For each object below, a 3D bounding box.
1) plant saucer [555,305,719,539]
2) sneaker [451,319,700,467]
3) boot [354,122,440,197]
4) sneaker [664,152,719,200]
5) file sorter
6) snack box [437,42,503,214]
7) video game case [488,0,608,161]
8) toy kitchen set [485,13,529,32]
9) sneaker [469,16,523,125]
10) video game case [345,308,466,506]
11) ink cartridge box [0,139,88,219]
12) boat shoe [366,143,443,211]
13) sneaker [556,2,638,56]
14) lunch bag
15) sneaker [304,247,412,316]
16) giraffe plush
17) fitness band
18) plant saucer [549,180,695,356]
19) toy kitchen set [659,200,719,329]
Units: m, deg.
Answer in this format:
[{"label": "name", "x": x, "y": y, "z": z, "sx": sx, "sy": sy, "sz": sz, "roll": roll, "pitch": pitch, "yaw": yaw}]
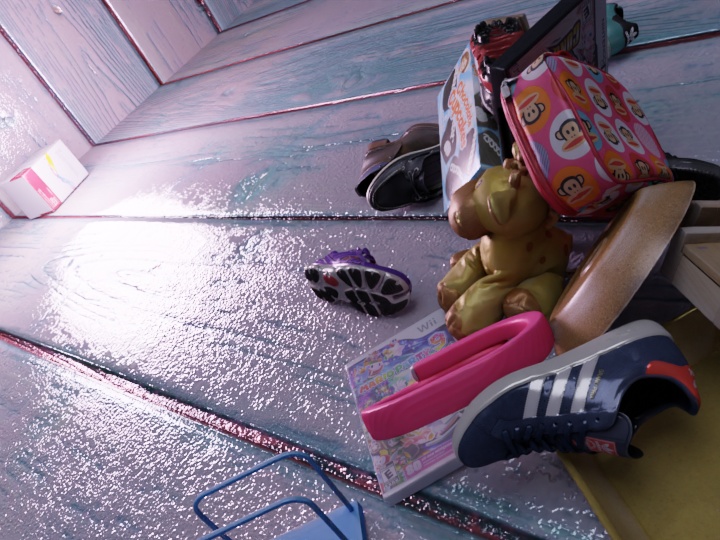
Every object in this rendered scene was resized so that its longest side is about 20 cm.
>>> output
[{"label": "plant saucer", "x": 0.264, "y": 0.137, "z": 0.492, "sx": 0.197, "sy": 0.049, "sz": 0.201, "roll": -30, "pitch": 33, "yaw": 4}, {"label": "sneaker", "x": 0.166, "y": 0.118, "z": 0.492, "sx": 0.197, "sy": 0.075, "sz": 0.085, "roll": -32, "pitch": 40, "yaw": 11}, {"label": "boot", "x": 0.071, "y": -0.174, "z": 1.037, "sx": 0.198, "sy": 0.075, "sz": 0.098, "roll": -8, "pitch": 49, "yaw": 49}, {"label": "sneaker", "x": 0.340, "y": -0.132, "z": 0.753, "sx": 0.197, "sy": 0.060, "sz": 0.105, "roll": 3, "pitch": 51, "yaw": 47}, {"label": "file sorter", "x": -0.071, "y": 0.282, "z": 0.528, "sx": 0.137, "sy": 0.124, "sz": 0.202, "roll": -27, "pitch": 34, "yaw": 10}, {"label": "snack box", "x": 0.147, "y": -0.193, "z": 0.869, "sx": 0.116, "sy": 0.036, "sz": 0.205, "roll": 125, "pitch": 149, "yaw": -60}, {"label": "video game case", "x": 0.228, "y": -0.205, "z": 0.732, "sx": 0.025, "sy": 0.183, "sz": 0.200, "roll": 25, "pitch": 60, "yaw": 40}, {"label": "toy kitchen set", "x": 0.196, "y": -0.240, "z": 0.904, "sx": 0.181, "sy": 0.165, "sz": 0.198, "roll": -47, "pitch": 35, "yaw": -21}, {"label": "sneaker", "x": 0.180, "y": -0.251, "z": 0.799, "sx": 0.069, "sy": 0.099, "sz": 0.203, "roll": -8, "pitch": 39, "yaw": 11}, {"label": "video game case", "x": 0.064, "y": 0.138, "z": 0.688, "sx": 0.141, "sy": 0.018, "sz": 0.201, "roll": -31, "pitch": 33, "yaw": 5}, {"label": "ink cartridge box", "x": -1.018, "y": -0.296, "z": 2.037, "sx": 0.143, "sy": 0.146, "sz": 0.202, "roll": -9, "pitch": 40, "yaw": 32}, {"label": "boat shoe", "x": 0.102, "y": -0.142, "z": 0.957, "sx": 0.195, "sy": 0.076, "sz": 0.066, "roll": -21, "pitch": 22, "yaw": 2}, {"label": "sneaker", "x": 0.394, "y": -0.411, "z": 1.057, "sx": 0.078, "sy": 0.072, "sz": 0.202, "roll": -22, "pitch": 40, "yaw": 8}, {"label": "lunch bag", "x": 0.231, "y": -0.146, "z": 0.644, "sx": 0.081, "sy": 0.197, "sz": 0.180, "roll": -34, "pitch": 68, "yaw": 41}, {"label": "sneaker", "x": 0.000, "y": 0.000, "z": 0.864, "sx": 0.083, "sy": 0.082, "sz": 0.198, "roll": -43, "pitch": 33, "yaw": -25}, {"label": "giraffe plush", "x": 0.159, "y": -0.038, "z": 0.685, "sx": 0.196, "sy": 0.164, "sz": 0.174, "roll": -22, "pitch": 32, "yaw": 10}, {"label": "fitness band", "x": 0.089, "y": 0.098, "z": 0.595, "sx": 0.197, "sy": 0.038, "sz": 0.143, "roll": -30, "pitch": -4, "yaw": 15}, {"label": "plant saucer", "x": 0.229, "y": -0.003, "z": 0.581, "sx": 0.035, "sy": 0.201, "sz": 0.201, "roll": 33, "pitch": 65, "yaw": 12}, {"label": "toy kitchen set", "x": 0.349, "y": -0.074, "z": 0.502, "sx": 0.195, "sy": 0.184, "sz": 0.164, "roll": -2, "pitch": 32, "yaw": -12}]
